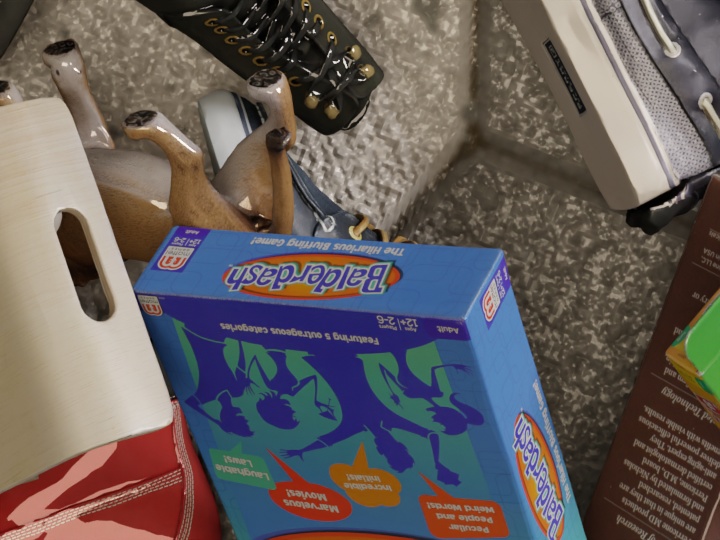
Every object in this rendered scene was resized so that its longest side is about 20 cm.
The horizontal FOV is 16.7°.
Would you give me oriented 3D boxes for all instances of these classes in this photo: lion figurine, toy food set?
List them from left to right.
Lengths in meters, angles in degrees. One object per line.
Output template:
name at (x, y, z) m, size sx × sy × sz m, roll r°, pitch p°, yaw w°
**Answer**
toy food set at (-0.172, 0.032, 1.033) m, size 0.200 × 0.060 × 0.144 m, roll -28°, pitch 78°, yaw 38°
lion figurine at (-0.092, -0.030, 1.049) m, size 0.200 × 0.072 × 0.123 m, roll 18°, pitch 135°, yaw 39°

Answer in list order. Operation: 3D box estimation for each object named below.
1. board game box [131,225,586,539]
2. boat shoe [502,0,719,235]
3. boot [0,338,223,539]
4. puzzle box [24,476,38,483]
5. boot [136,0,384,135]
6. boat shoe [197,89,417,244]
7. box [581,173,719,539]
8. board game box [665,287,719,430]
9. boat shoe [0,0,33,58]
board game box at (0.007, 0.074, 1.020) m, size 0.152 × 0.045 × 0.200 m, roll 4°, pitch 133°, yaw 28°
boat shoe at (0.118, -0.123, 1.073) m, size 0.093 × 0.075 × 0.200 m, roll -26°, pitch 95°, yaw -9°
boot at (-0.171, 0.096, 1.138) m, size 0.199 × 0.072 × 0.145 m, roll -13°, pitch 96°, yaw 2°
puzzle box at (-0.232, 0.016, 1.116) m, size 0.133 × 0.025 × 0.201 m, roll -16°, pitch 81°, yaw 13°
boot at (-0.040, -0.111, 1.022) m, size 0.138 × 0.200 × 0.077 m, roll 41°, pitch 95°, yaw -7°
boat shoe at (0.000, 0.000, 1.107) m, size 0.091 × 0.071 × 0.201 m, roll -24°, pitch 96°, yaw -4°
box at (0.172, 0.067, 1.070) m, size 0.100 × 0.075 × 0.200 m, roll 8°, pitch 108°, yaw -41°
board game box at (0.194, 0.048, 1.013) m, size 0.096 × 0.030 × 0.200 m, roll -49°, pitch 135°, yaw -10°
boat shoe at (-0.134, -0.174, 1.090) m, size 0.068 × 0.072 × 0.200 m, roll 37°, pitch 97°, yaw -25°
